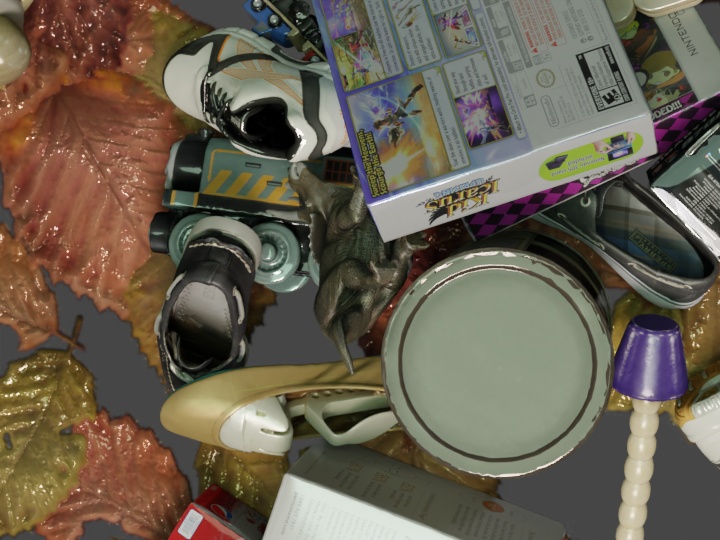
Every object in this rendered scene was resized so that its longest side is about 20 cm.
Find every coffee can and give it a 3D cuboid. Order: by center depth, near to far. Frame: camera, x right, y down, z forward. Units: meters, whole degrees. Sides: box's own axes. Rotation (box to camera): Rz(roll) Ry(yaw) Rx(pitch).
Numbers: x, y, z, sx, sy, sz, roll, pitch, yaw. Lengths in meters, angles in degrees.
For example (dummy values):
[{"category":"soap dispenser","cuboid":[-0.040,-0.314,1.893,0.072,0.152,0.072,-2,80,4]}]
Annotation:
[{"category":"coffee can","cuboid":[0.100,0.049,1.064,0.146,0.200,0.147,1,96,9]}]

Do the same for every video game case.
[{"category":"video game case","cuboid":[0.074,-0.132,1.003,0.181,0.045,0.200,-17,54,5]},{"category":"video game case","cuboid":[0.143,-0.128,1.066,0.200,0.181,0.036,-25,133,11]}]

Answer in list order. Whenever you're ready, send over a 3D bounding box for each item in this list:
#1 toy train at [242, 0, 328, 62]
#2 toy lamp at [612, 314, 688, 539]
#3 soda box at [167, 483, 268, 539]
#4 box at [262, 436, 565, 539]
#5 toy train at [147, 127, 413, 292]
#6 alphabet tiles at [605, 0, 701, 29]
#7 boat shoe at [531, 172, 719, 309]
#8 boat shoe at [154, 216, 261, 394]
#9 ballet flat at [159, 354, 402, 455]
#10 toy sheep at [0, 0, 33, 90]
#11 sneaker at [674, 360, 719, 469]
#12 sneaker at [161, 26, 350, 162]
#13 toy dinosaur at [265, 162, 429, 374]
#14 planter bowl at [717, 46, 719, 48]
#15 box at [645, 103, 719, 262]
[{"category":"toy train","cuboid":[-0.022,-0.143,1.126,0.046,0.034,0.200,-42,69,0]},{"category":"toy lamp","cuboid":[0.199,0.129,1.104,0.058,0.058,0.200,5,109,9]},{"category":"soda box","cuboid":[-0.146,0.266,1.189,0.063,0.070,0.200,33,99,4]},{"category":"box","cuboid":[0.035,0.212,1.113,0.200,0.152,0.106,21,97,7]},{"category":"toy train","cuboid":[-0.056,-0.042,1.147,0.200,0.085,0.114,7,84,10]},{"category":"alphabet tiles","cuboid":[0.173,-0.261,1.075,0.195,0.015,0.200,-15,69,17]},{"category":"boat shoe","cuboid":[0.171,-0.047,1.101,0.200,0.066,0.070,42,73,2]},{"category":"boat shoe","cuboid":[-0.114,0.047,1.119,0.074,0.060,0.200,20,138,-3]},{"category":"ballet flat","cuboid":[-0.042,0.100,1.119,0.200,0.063,0.069,-9,135,-18]},{"category":"toy sheep","cuboid":[-0.318,-0.207,1.149,0.200,0.138,0.138,42,100,19]},{"category":"sneaker","cuboid":[0.325,0.080,1.095,0.200,0.076,0.088,-32,102,27]},{"category":"sneaker","cuboid":[-0.081,-0.124,1.103,0.200,0.080,0.074,17,124,42]},{"category":"toy dinosaur","cuboid":[0.000,0.000,1.022,0.077,0.200,0.102,11,137,-24]},{"category":"planter bowl","cuboid":[0.313,-0.079,1.052,0.200,0.135,0.201,1,96,9]},{"category":"box","cuboid":[0.302,-0.040,0.963,0.200,0.046,0.159,45,105,-5]}]
